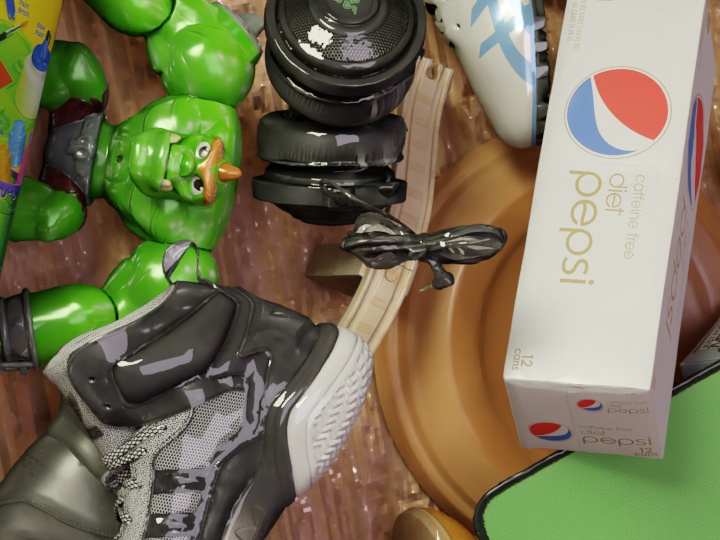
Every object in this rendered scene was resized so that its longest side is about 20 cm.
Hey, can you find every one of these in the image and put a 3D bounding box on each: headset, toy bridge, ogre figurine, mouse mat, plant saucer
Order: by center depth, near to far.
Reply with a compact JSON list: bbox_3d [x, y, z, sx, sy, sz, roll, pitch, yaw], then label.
[{"bbox_3d":[0.004,-0.068,1.048,0.093,0.201,0.124,1,128,-7],"label":"headset"},{"bbox_3d":[-0.107,-0.050,1.055,0.119,0.098,0.201,10,68,-7],"label":"ogre figurine"},{"bbox_3d":[0.000,0.000,1.114,0.027,0.067,0.201,24,79,-23],"label":"toy bridge"},{"bbox_3d":[0.155,0.146,1.116,0.160,0.008,0.201,-28,106,-5],"label":"mouse mat"},{"bbox_3d":[0.102,0.032,1.178,0.199,0.037,0.202,0,89,-24],"label":"plant saucer"}]

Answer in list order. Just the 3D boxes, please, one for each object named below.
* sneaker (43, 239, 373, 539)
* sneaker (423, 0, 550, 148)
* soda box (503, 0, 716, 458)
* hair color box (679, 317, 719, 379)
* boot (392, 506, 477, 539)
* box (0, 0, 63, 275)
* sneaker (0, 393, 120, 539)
[{"bbox_3d":[-0.088,0.087,1.007,0.114,0.075,0.201,34,81,-11],"label":"sneaker"},{"bbox_3d":[0.035,-0.145,1.127,0.072,0.072,0.201,-20,87,-1],"label":"sneaker"},{"bbox_3d":[0.110,-0.024,1.094,0.063,0.068,0.201,4,62,14],"label":"soda box"},{"bbox_3d":[0.217,0.108,1.181,0.099,0.060,0.201,-42,118,-53],"label":"hair color box"},{"bbox_3d":[0.109,0.157,1.164,0.144,0.071,0.202,-35,112,-20],"label":"boot"},{"bbox_3d":[-0.218,-0.097,0.936,0.200,0.121,0.194,23,78,-59],"label":"box"},{"bbox_3d":[-0.078,0.144,1.083,0.200,0.076,0.091,45,81,-9],"label":"sneaker"}]
